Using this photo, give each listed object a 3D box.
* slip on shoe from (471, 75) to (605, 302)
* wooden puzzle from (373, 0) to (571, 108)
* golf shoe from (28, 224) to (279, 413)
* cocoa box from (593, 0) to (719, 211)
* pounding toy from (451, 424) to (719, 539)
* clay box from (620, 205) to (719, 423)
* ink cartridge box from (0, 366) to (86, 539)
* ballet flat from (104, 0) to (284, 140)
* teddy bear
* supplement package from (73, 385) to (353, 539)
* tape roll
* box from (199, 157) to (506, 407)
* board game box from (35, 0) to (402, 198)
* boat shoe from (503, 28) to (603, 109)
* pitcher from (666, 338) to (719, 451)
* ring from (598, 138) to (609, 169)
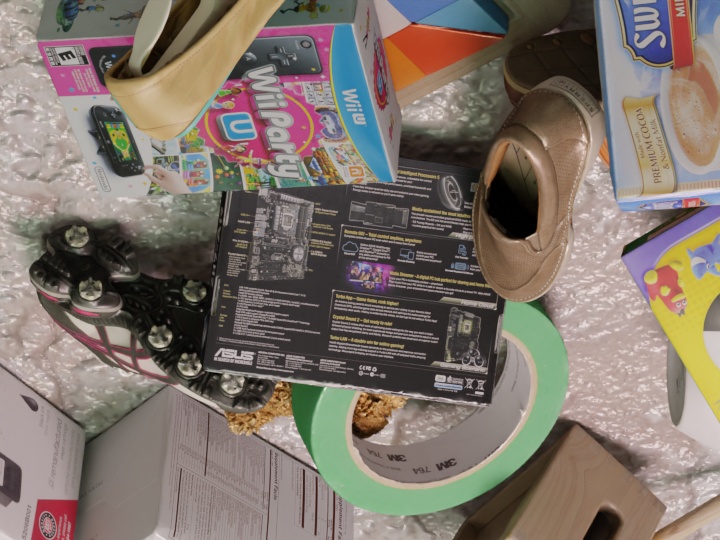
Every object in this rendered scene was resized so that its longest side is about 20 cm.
[{"bbox_3d":[0.101,-0.039,1.393,0.076,0.061,0.200,41,149,14],"label":"slip on shoe"},{"bbox_3d":[0.004,-0.169,1.388,0.200,0.037,0.185,-29,130,28],"label":"wooden puzzle"},{"bbox_3d":[-0.142,0.043,1.565,0.200,0.077,0.088,32,150,15],"label":"golf shoe"},{"bbox_3d":[0.201,-0.139,1.276,0.131,0.201,0.133,-5,179,7],"label":"cocoa box"},{"bbox_3d":[0.164,0.228,1.727,0.142,0.200,0.184,42,129,-2],"label":"pounding toy"},{"bbox_3d":[0.275,0.044,1.494,0.115,0.048,0.200,-31,94,15],"label":"clay box"},{"bbox_3d":[-0.305,0.139,1.649,0.083,0.146,0.200,-26,132,27],"label":"ink cartridge box"},{"bbox_3d":[-0.074,-0.167,1.276,0.063,0.069,0.200,37,85,-37],"label":"ballet flat"},{"bbox_3d":[-0.064,0.079,1.639,0.145,0.067,0.200,-25,131,28],"label":"teddy bear"},{"bbox_3d":[-0.140,0.231,1.747,0.200,0.147,0.191,33,128,-30],"label":"supplement package"},{"bbox_3d":[0.051,0.086,1.605,0.200,0.048,0.201,-13,128,-16],"label":"tape roll"},{"bbox_3d":[0.000,0.000,1.496,0.199,0.044,0.161,7,93,-8],"label":"box"},{"bbox_3d":[-0.084,-0.120,1.388,0.199,0.064,0.148,-3,141,12],"label":"board game box"},{"bbox_3d":[0.187,-0.105,1.403,0.199,0.072,0.068,3,135,-5],"label":"boat shoe"},{"bbox_3d":[0.324,0.094,1.573,0.199,0.172,0.121,1,144,-2],"label":"pitcher"},{"bbox_3d":[0.247,-0.114,1.459,0.200,0.019,0.201,0,138,0],"label":"ring"}]
